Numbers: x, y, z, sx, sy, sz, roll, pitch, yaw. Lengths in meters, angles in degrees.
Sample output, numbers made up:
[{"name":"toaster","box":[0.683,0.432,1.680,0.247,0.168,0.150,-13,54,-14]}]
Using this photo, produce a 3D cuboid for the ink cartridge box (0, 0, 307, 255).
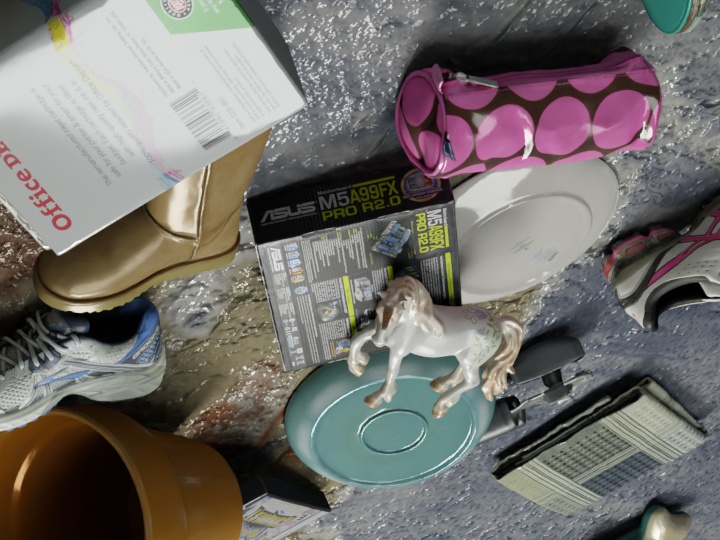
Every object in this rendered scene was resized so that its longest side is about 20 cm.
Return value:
[{"name":"ink cartridge box","box":[-0.157,-0.124,1.207,0.199,0.088,0.146,-31,126,9]}]

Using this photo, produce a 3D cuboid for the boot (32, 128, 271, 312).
[{"name":"boot","box":[-0.146,-0.068,1.357,0.174,0.066,0.201,-21,151,-28]}]

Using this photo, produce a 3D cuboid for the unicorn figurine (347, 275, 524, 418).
[{"name":"unicorn figurine","box":[0.050,0.057,1.553,0.199,0.074,0.138,-6,140,-39]}]

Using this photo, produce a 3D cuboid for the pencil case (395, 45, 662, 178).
[{"name":"pencil case","box":[0.131,-0.123,1.434,0.199,0.091,0.094,-10,132,-24]}]

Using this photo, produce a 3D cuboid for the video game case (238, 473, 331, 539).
[{"name":"video game case","box":[-0.136,0.254,1.816,0.180,0.026,0.200,-29,163,9]}]

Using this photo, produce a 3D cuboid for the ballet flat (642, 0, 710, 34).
[{"name":"ballet flat","box":[0.229,-0.243,1.346,0.071,0.069,0.200,-41,148,-9]}]

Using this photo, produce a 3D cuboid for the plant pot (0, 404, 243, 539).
[{"name":"plant pot","box":[-0.201,0.211,1.625,0.200,0.201,0.183,-41,159,26]}]

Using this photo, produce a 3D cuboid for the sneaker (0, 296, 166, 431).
[{"name":"sneaker","box":[-0.245,0.061,1.483,0.199,0.077,0.086,-14,138,-28]}]

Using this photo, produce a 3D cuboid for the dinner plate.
[{"name":"dinner plate","box":[0.132,-0.028,1.628,0.199,0.024,0.201,-17,148,-11]}]

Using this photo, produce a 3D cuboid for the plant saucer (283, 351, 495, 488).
[{"name":"plant saucer","box":[0.029,0.141,1.758,0.198,0.028,0.201,-6,136,-6]}]

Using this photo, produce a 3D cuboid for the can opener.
[{"name":"can opener","box":[0.130,0.124,1.832,0.199,0.067,0.053,-25,171,18]}]

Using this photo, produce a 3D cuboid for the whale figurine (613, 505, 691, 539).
[{"name":"whale figurine","box":[0.307,0.355,2.249,0.159,0.104,0.201,17,105,-45]}]

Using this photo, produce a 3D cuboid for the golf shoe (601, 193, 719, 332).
[{"name":"golf shoe","box":[0.321,-0.012,1.707,0.199,0.092,0.073,-27,146,3]}]

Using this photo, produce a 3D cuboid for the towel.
[{"name":"towel","box":[0.254,0.188,2.019,0.192,0.035,0.200,-31,149,17]}]

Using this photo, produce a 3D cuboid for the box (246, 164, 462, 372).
[{"name":"box","box":[0.000,0.000,1.543,0.159,0.045,0.201,-13,147,-2]}]
